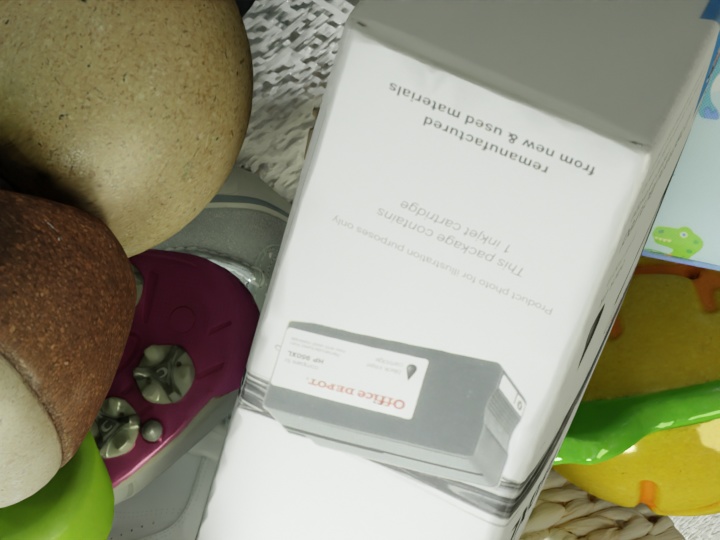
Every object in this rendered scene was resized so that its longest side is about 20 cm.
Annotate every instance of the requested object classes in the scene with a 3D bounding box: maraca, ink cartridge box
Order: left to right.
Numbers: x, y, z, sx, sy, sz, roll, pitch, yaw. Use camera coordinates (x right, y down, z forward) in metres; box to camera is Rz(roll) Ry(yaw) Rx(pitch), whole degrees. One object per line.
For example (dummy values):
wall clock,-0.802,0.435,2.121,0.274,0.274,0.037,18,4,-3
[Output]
ink cartridge box,0.030,-0.004,0.767,0.145,0.084,0.200,-58,169,-52
maraca,0.107,0.040,1.018,0.200,0.107,0.137,-18,-173,-32

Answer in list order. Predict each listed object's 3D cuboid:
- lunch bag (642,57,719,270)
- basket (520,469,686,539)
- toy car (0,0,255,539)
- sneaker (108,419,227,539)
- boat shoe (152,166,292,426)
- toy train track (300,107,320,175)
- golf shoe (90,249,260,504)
lunch bag,0.132,-0.076,0.838,0.199,0.083,0.161,12,134,2
basket,-0.010,0.134,1.095,0.198,0.161,0.200,-8,145,-45
toy car,-0.092,-0.048,0.715,0.200,0.158,0.164,-52,153,-24
sneaker,-0.109,0.131,0.981,0.075,0.089,0.200,30,129,-16
boat shoe,-0.034,0.017,0.946,0.070,0.072,0.201,-41,154,18
toy train track,0.000,0.000,0.912,0.115,0.032,0.201,1,103,-53
golf shoe,-0.105,0.055,0.820,0.200,0.075,0.091,-28,159,19
